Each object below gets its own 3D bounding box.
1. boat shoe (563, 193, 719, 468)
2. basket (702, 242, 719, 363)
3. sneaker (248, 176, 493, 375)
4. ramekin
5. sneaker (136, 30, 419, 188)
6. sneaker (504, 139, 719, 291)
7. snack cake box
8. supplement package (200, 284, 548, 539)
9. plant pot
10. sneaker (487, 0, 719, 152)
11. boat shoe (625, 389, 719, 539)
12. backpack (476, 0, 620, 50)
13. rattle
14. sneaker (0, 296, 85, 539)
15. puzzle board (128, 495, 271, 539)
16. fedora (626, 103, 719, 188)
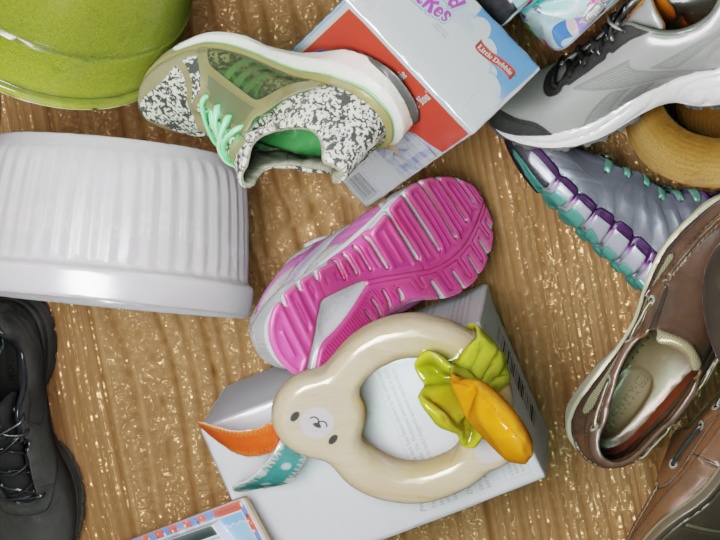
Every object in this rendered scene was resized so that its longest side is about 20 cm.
[{"bbox_3d":[0.207,0.043,1.501,0.075,0.075,0.202,29,97,-8],"label":"boat shoe"},{"bbox_3d":[0.325,0.010,1.463,0.200,0.136,0.180,-16,97,-26],"label":"basket"},{"bbox_3d":[0.000,0.000,1.563,0.200,0.088,0.081,-32,104,-28],"label":"sneaker"},{"bbox_3d":[-0.166,-0.029,1.550,0.200,0.200,0.105,6,88,8],"label":"ramekin"},{"bbox_3d":[-0.068,-0.092,1.449,0.200,0.089,0.077,5,135,35],"label":"sneaker"},{"bbox_3d":[0.187,-0.044,1.564,0.200,0.074,0.088,44,90,-9],"label":"sneaker"},{"bbox_3d":[0.018,-0.123,1.501,0.115,0.200,0.067,47,68,-5],"label":"snack cake box"},{"bbox_3d":[0.012,0.106,1.568,0.200,0.117,0.117,-21,100,9],"label":"supplement package"},{"bbox_3d":[-0.174,-0.239,1.487,0.200,0.200,0.193,34,131,4],"label":"plant pot"},{"bbox_3d":[0.167,-0.135,1.486,0.200,0.074,0.079,-17,124,26],"label":"sneaker"},{"bbox_3d":[0.237,0.137,1.572,0.072,0.068,0.200,21,120,-33],"label":"boat shoe"},{"bbox_3d":[0.129,-0.248,1.492,0.151,0.178,0.200,39,100,-19],"label":"backpack"},{"bbox_3d":[0.000,0.112,1.442,0.200,0.143,0.130,-9,126,-1],"label":"rattle"},{"bbox_3d":[-0.243,0.116,1.625,0.076,0.091,0.200,-10,95,7],"label":"sneaker"},{"bbox_3d":[-0.098,0.240,1.589,0.200,0.017,0.151,-26,94,51],"label":"puzzle board"},{"bbox_3d":[0.272,-0.110,1.514,0.201,0.201,0.082,-32,130,10],"label":"fedora"}]
